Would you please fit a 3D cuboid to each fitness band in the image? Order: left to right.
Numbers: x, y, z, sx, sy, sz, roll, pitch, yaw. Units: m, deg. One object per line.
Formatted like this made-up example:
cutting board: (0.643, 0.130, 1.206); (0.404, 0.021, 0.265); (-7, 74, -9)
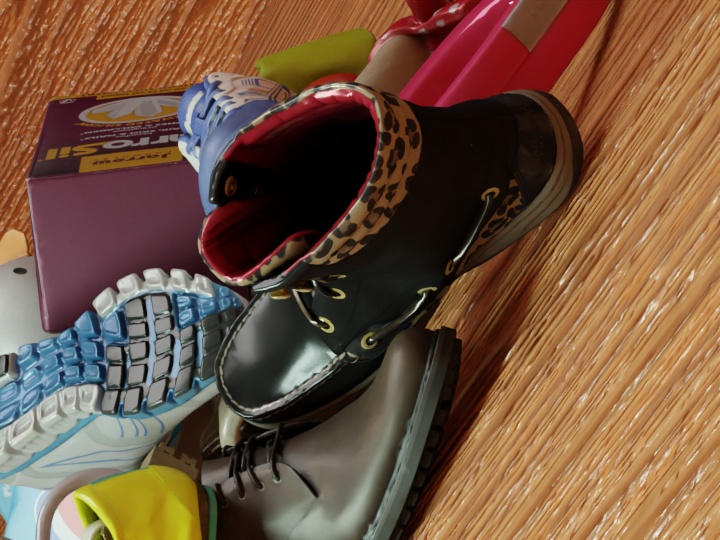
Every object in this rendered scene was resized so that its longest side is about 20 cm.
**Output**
fitness band: (0.046, -0.076, 1.310); (0.200, 0.037, 0.144); (-52, 8, -27)

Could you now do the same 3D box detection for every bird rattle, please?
bird rattle: (0.011, -0.088, 1.522); (0.200, 0.113, 0.163); (-32, 19, 55)

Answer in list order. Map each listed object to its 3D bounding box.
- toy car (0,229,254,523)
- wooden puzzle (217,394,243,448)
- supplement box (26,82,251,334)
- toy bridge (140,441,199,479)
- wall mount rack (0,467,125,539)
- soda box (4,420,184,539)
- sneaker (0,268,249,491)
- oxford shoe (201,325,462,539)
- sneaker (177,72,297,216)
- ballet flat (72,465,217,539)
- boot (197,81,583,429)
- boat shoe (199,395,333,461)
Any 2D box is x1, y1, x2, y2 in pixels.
toy car: (-0.162, 0.037, 1.648); (0.184, 0.200, 0.177); (-7, -49, -58)
wooden puzzle: (0.000, 0.000, 1.409); (0.200, 0.037, 0.185); (-47, 9, 5)
supplement box: (-0.117, -0.039, 1.543); (0.200, 0.110, 0.086); (-99, 3, -74)
toy bridge: (-0.131, 0.153, 1.427); (0.200, 0.027, 0.067); (-56, 10, 39)
wall mount rack: (-0.139, 0.170, 1.261); (0.075, 0.173, 0.201); (123, 149, -61)
soda box: (-0.150, 0.152, 1.509); (0.068, 0.064, 0.201); (-31, -43, -67)
sneaker: (-0.112, 0.060, 1.393); (0.199, 0.086, 0.075); (-23, 54, 37)
oxford shoe: (-0.023, 0.094, 1.194); (0.200, 0.084, 0.073); (-57, 6, 28)
sneaker: (-0.057, -0.054, 1.352); (0.076, 0.088, 0.200); (-62, -10, 5)
ballet flat: (-0.096, 0.180, 1.168); (0.067, 0.067, 0.201); (161, 110, -63)
boot: (-0.016, -0.007, 1.159); (0.200, 0.073, 0.150); (-38, -20, 24)
boat shoe: (-0.040, 0.084, 1.482); (0.073, 0.063, 0.200); (-37, 13, 4)
